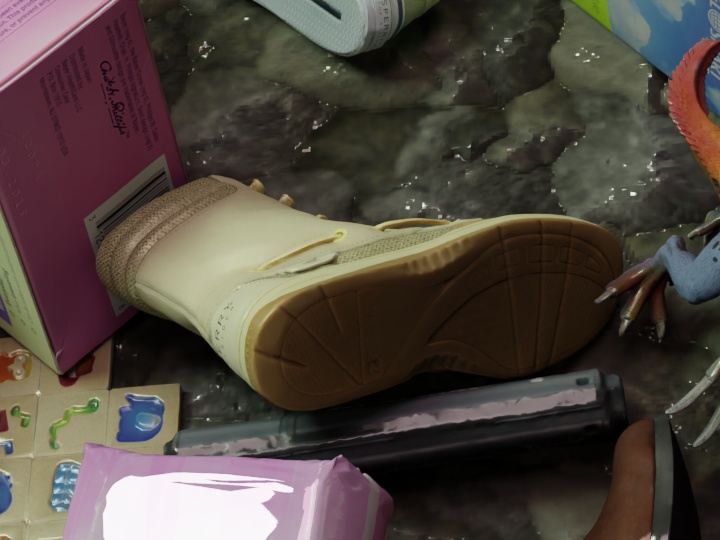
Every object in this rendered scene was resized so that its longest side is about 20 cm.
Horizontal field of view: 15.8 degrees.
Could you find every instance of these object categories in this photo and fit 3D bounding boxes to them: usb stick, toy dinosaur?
[{"bbox_3d":[0.014,0.070,1.107,0.198,0.055,0.033,-9,81,5],"label":"usb stick"},{"bbox_3d":[0.169,0.004,1.054,0.104,0.181,0.202,-13,94,-23],"label":"toy dinosaur"}]

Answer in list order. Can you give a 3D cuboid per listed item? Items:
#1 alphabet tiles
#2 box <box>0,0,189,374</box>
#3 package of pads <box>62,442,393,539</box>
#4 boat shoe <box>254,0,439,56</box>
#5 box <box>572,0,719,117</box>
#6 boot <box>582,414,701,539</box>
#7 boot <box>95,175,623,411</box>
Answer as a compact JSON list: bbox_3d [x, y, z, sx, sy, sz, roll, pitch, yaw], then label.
[{"bbox_3d":[-0.162,0.113,1.140,0.166,0.008,0.201,-6,53,8],"label":"alphabet tiles"},{"bbox_3d":[-0.181,-0.083,1.179,0.097,0.177,0.200,-41,55,-22],"label":"box"},{"bbox_3d":[-0.064,0.166,0.996,0.120,0.076,0.201,0,64,23],"label":"package of pads"},{"bbox_3d":[-0.041,-0.172,1.298,0.062,0.072,0.200,-23,52,-37],"label":"boat shoe"},{"bbox_3d":[0.132,-0.156,1.204,0.048,0.122,0.200,-36,55,-17],"label":"box"},{"bbox_3d":[0.035,0.142,1.059,0.198,0.069,0.190,-1,61,20],"label":"boot"},{"bbox_3d":[0.000,0.000,1.143,0.199,0.073,0.155,-14,23,-32],"label":"boot"}]
